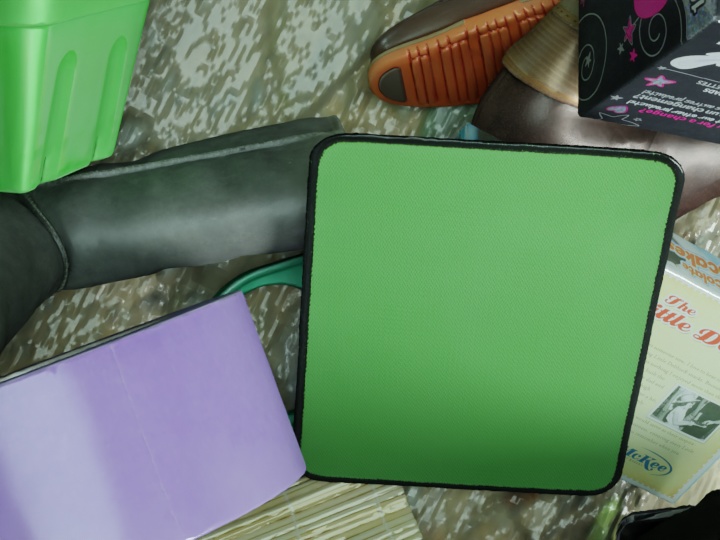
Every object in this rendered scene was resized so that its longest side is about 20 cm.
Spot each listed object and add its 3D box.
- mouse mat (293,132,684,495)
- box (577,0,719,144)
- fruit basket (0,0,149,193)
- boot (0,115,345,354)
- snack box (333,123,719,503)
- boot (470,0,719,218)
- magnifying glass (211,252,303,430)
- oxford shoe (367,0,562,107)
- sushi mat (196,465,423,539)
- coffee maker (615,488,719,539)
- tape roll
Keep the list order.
[{"bbox_3d":[0.052,0.025,0.798,0.160,0.008,0.201,3,126,-2],"label":"mouse mat"},{"bbox_3d":[0.172,-0.164,0.771,0.132,0.115,0.201,9,70,-20],"label":"box"},{"bbox_3d":[-0.193,-0.146,0.765,0.215,0.155,0.217,4,105,16],"label":"fruit basket"},{"bbox_3d":[-0.093,-0.012,0.788,0.199,0.182,0.073,-1,121,-7],"label":"boot"},{"bbox_3d":[0.101,0.025,0.825,0.199,0.037,0.116,27,123,-18],"label":"snack box"},{"bbox_3d":[0.131,-0.037,0.869,0.200,0.072,0.167,26,107,-28],"label":"boot"},{"bbox_3d":[0.000,0.000,0.866,0.200,0.022,0.080,-44,98,-9],"label":"magnifying glass"},{"bbox_3d":[0.089,-0.142,0.870,0.199,0.071,0.073,-23,65,-6],"label":"oxford shoe"},{"bbox_3d":[-0.063,0.159,0.841,0.199,0.012,0.096,-20,67,-8],"label":"sushi mat"},{"bbox_3d":[0.134,0.171,0.762,0.200,0.192,0.135,-21,70,-46],"label":"coffee maker"},{"bbox_3d":[-0.130,0.081,0.758,0.199,0.200,0.085,-20,91,-8],"label":"tape roll"}]
